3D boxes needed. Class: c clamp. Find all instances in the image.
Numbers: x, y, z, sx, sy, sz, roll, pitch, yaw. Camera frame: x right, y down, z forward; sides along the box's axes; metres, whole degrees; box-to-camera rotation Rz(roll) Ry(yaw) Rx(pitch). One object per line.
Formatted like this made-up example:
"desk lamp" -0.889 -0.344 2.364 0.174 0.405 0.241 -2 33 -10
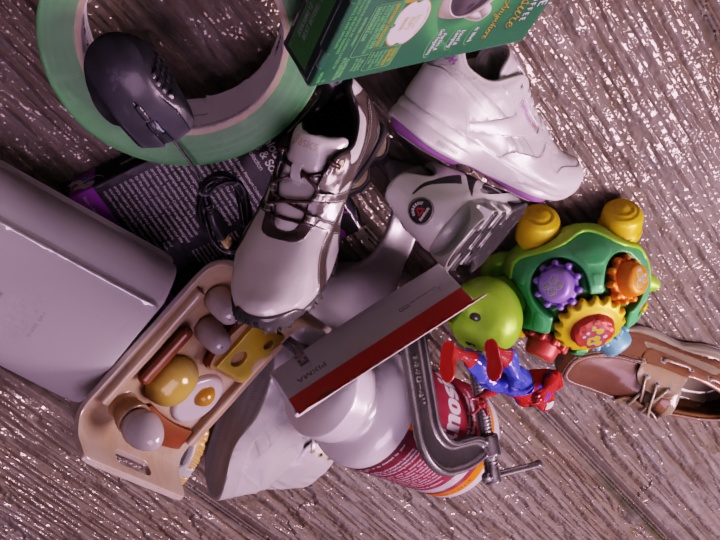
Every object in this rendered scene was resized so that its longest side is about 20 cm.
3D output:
"c clamp" 0.089 0.100 1.196 0.027 0.201 0.171 -12 180 40

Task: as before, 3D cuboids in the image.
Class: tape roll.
"tape roll" -0.123 -0.171 0.937 0.199 0.048 0.201 -3 125 -4

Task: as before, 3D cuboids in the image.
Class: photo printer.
"photo printer" -0.267 0.005 1.051 0.200 0.070 0.166 31 131 -17

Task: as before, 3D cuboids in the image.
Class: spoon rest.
"spoon rest" 0.000 0.000 1.142 0.099 0.061 0.200 13 129 -23

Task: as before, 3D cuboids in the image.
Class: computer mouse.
"computer mouse" -0.131 -0.083 0.949 0.058 0.034 0.200 -26 124 11

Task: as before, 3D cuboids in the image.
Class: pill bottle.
"pill bottle" 0.029 0.133 1.218 0.113 0.113 0.200 -38 141 23

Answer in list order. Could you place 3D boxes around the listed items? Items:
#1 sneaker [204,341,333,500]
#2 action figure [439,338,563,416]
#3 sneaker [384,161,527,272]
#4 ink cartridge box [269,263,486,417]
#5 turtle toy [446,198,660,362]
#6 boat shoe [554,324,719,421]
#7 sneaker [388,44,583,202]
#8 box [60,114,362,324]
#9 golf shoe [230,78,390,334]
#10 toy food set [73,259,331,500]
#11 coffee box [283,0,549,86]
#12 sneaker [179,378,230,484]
"sneaker" -0.069 0.134 1.260 0.115 0.074 0.200 -1 134 -27
"action figure" 0.130 0.098 1.158 0.065 0.052 0.200 -9 165 25
"sneaker" 0.073 -0.051 1.060 0.074 0.088 0.200 -52 167 8
"ink cartridge box" 0.007 0.051 1.030 0.162 0.057 0.200 -33 172 -6
"turtle toy" 0.169 0.023 1.171 0.199 0.101 0.146 -4 134 -8
"boat shoe" 0.284 0.105 1.296 0.199 0.072 0.076 7 132 -19
"sneaker" 0.117 -0.115 1.045 0.199 0.075 0.100 19 104 -41
"box" -0.118 -0.051 1.073 0.199 0.036 0.143 -23 126 12
"golf shoe" -0.045 -0.054 0.962 0.077 0.201 0.095 14 153 17
"toy food set" -0.125 0.094 1.100 0.200 0.060 0.143 -47 144 3
"coffee box" 0.055 -0.193 0.907 0.199 0.044 0.123 -18 157 -31
"sneaker" -0.173 0.111 1.211 0.087 0.076 0.201 13 120 -15
